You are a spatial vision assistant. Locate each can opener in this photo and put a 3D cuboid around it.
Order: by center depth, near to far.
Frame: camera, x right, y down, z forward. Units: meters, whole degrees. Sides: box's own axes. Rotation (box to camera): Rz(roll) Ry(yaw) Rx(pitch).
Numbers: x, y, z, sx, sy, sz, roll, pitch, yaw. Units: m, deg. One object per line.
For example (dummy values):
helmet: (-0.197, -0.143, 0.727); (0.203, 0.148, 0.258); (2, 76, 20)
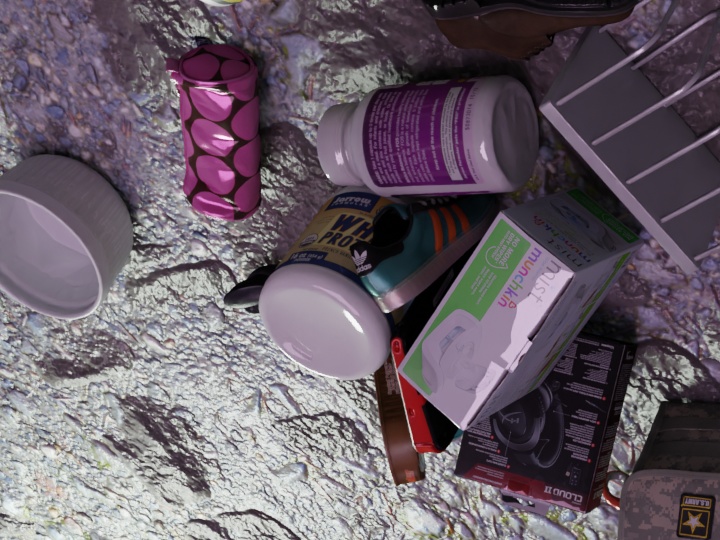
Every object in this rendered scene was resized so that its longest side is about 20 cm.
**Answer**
can opener: (-0.059, 0.021, 1.603); (0.200, 0.079, 0.063); (-9, 116, 27)

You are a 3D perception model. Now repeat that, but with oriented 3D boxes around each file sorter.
file sorter: (0.280, -0.130, 1.187); (0.200, 0.139, 0.125); (46, 135, -12)

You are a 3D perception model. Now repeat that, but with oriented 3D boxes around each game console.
game console: (0.089, 0.073, 1.449); (0.031, 0.200, 0.177); (4, 130, 29)

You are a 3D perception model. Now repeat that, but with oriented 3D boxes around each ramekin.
ramekin: (-0.373, -0.048, 1.705); (0.200, 0.105, 0.200); (18, 136, 18)

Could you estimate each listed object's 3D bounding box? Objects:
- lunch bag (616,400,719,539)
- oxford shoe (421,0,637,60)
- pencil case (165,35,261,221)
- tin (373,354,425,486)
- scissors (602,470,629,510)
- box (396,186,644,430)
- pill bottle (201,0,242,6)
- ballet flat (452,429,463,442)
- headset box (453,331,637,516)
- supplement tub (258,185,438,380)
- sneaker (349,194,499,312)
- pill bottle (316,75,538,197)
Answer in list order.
lunch bag: (0.365, 0.235, 1.426); (0.164, 0.200, 0.118); (0, 129, 34)
oxford shoe: (0.158, -0.229, 1.232); (0.200, 0.073, 0.084); (6, 143, 36)
pencil case: (-0.154, -0.145, 1.489); (0.094, 0.091, 0.200); (-6, 132, -8)
tin: (0.041, 0.143, 1.561); (0.042, 0.200, 0.112); (-9, 148, 2)
scissors: (0.298, 0.278, 1.523); (0.073, 0.200, 0.014); (14, 115, 6)
box: (0.155, 0.035, 1.334); (0.097, 0.176, 0.200); (42, 120, 19)
pill bottle: (-0.072, -0.317, 1.257); (0.200, 0.111, 0.111); (-12, 121, 38)
ballet flat: (0.078, 0.096, 1.556); (0.072, 0.072, 0.200); (1, 103, 32)
headset box: (0.194, 0.157, 1.472); (0.149, 0.077, 0.200); (13, 93, 22)
supplement tub: (0.000, 0.000, 1.438); (0.144, 0.200, 0.144); (18, 136, 18)
sneaker: (0.064, -0.044, 1.363); (0.071, 0.200, 0.080); (-23, 105, 47)
pill bottle: (0.062, -0.127, 1.347); (0.200, 0.112, 0.112); (0, 128, 32)
